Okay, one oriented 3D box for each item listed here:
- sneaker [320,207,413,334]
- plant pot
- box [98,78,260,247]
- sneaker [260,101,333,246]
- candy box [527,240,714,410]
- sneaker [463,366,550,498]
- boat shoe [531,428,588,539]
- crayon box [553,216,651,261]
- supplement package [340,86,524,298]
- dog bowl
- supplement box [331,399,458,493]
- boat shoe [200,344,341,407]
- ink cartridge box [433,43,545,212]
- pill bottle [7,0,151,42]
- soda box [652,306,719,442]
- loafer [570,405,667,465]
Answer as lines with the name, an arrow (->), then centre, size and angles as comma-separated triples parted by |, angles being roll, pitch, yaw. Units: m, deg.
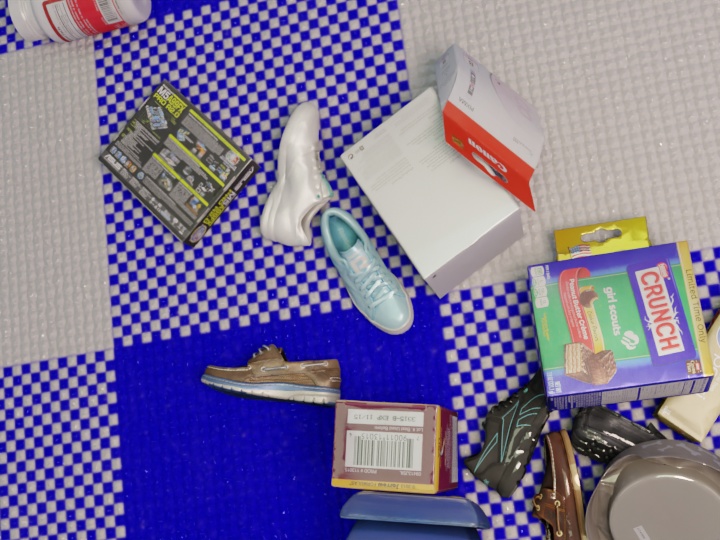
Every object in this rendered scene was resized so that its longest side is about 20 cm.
sneaker -> 0.000, 0.000, 1.297 | 0.074, 0.082, 0.201 | -38, 74, 4
plant pot -> 0.069, 0.369, 1.159 | 0.196, 0.200, 0.184 | 1, 74, 13
box -> -0.271, -0.160, 1.409 | 0.199, 0.044, 0.161 | 41, 90, 16
sneaker -> -0.075, -0.133, 1.345 | 0.087, 0.075, 0.204 | 15, 93, 19
candy box -> 0.313, 0.069, 1.152 | 0.196, 0.077, 0.173 | -9, 68, 9
sneaker -> 0.203, 0.188, 1.220 | 0.078, 0.075, 0.203 | 26, 86, 18
boat shoe -> 0.250, 0.305, 1.189 | 0.069, 0.070, 0.204 | -10, 78, 7
crayon box -> 0.326, 0.041, 1.231 | 0.124, 0.051, 0.205 | -7, 79, 12
supplement package -> 0.099, -0.098, 1.256 | 0.151, 0.151, 0.202 | -35, 74, 4
dog bowl -> 0.369, 0.292, 1.127 | 0.196, 0.059, 0.204 | 7, 114, 15
supplement box -> 0.050, 0.220, 1.183 | 0.128, 0.200, 0.106 | 0, 79, 12
boat shoe -> -0.121, 0.143, 1.311 | 0.195, 0.072, 0.074 | 7, 76, 4
ink cartridge box -> 0.172, -0.188, 1.211 | 0.161, 0.202, 0.057 | 33, 118, -23
pill bottle -> -0.433, -0.418, 1.458 | 0.196, 0.112, 0.115 | -11, 77, 11
soda box -> 0.446, 0.114, 1.180 | 0.063, 0.068, 0.202 | 32, 88, 15
loafer -> 0.361, 0.223, 1.180 | 0.197, 0.069, 0.071 | 24, 54, 7
